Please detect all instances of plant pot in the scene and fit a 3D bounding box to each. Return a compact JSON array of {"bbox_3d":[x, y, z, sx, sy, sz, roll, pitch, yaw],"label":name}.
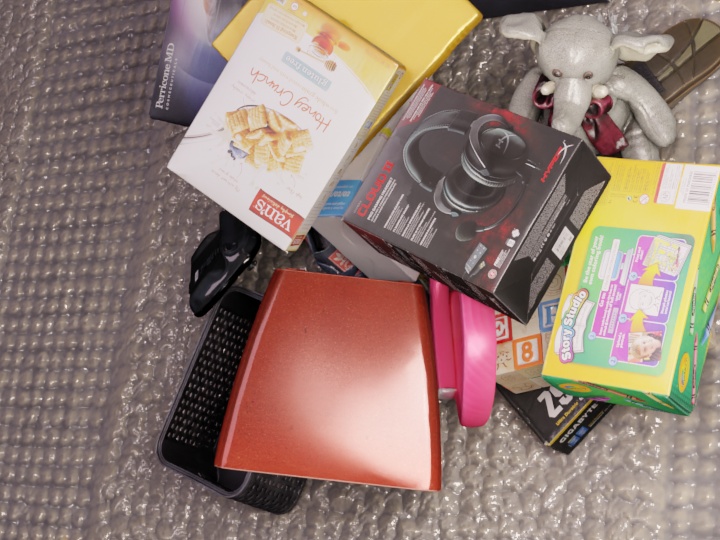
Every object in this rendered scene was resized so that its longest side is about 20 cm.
[{"bbox_3d":[-0.018,0.092,1.433,0.197,0.200,0.179,6,89,1],"label":"plant pot"}]

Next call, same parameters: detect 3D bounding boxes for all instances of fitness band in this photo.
[{"bbox_3d":[0.092,0.042,1.423,0.037,0.144,0.202,-1,65,-7],"label":"fitness band"}]

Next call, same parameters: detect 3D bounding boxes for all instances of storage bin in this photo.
[{"bbox_3d":[-0.107,0.133,1.614,0.134,0.093,0.202,19,83,39],"label":"storage bin"}]

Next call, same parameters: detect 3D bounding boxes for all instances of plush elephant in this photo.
[{"bbox_3d":[0.199,-0.160,1.401,0.163,0.155,0.203,5,80,22],"label":"plush elephant"}]

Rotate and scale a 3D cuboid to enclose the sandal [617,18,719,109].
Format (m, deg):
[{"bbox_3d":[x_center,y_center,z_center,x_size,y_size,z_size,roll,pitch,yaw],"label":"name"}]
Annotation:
[{"bbox_3d":[0.262,-0.170,1.499,0.199,0.055,0.082,-33,65,3],"label":"sandal"}]

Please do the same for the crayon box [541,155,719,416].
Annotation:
[{"bbox_3d":[0.235,0.010,1.306,0.118,0.058,0.202,7,75,36],"label":"crayon box"}]

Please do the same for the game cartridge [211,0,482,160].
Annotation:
[{"bbox_3d":[-0.014,-0.222,1.453,0.200,0.032,0.176,-46,80,10],"label":"game cartridge"}]

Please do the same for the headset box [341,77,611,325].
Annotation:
[{"bbox_3d":[0.091,-0.065,1.345,0.199,0.077,0.150,28,83,37],"label":"headset box"}]

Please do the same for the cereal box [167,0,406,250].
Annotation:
[{"bbox_3d":[-0.069,-0.139,1.432,0.143,0.039,0.201,34,99,12],"label":"cereal box"}]

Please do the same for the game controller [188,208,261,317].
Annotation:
[{"bbox_3d":[-0.146,-0.014,1.670,0.105,0.042,0.200,-57,12,10],"label":"game controller"}]

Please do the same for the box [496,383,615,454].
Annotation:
[{"bbox_3d":[0.203,0.045,1.458,0.200,0.049,0.160,-48,54,11],"label":"box"}]

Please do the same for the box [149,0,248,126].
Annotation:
[{"bbox_3d":[-0.087,-0.226,1.570,0.196,0.123,0.203,14,95,26],"label":"box"}]

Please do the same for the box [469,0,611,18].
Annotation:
[{"bbox_3d":[0.158,-0.374,1.601,0.196,0.123,0.203,-1,73,36],"label":"box"}]

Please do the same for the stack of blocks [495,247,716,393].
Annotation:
[{"bbox_3d":[0.208,0.028,1.392,0.198,0.058,0.117,-15,64,29],"label":"stack of blocks"}]

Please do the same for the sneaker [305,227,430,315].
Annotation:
[{"bbox_3d":[0.000,0.000,1.583,0.075,0.084,0.200,-47,64,9],"label":"sneaker"}]

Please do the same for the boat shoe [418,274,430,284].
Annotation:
[{"bbox_3d":[0.129,-0.043,1.529,0.199,0.068,0.073,-31,57,22],"label":"boat shoe"}]

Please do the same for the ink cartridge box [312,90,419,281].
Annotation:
[{"bbox_3d":[0.038,-0.105,1.519,0.067,0.115,0.202,1,58,47],"label":"ink cartridge box"}]
